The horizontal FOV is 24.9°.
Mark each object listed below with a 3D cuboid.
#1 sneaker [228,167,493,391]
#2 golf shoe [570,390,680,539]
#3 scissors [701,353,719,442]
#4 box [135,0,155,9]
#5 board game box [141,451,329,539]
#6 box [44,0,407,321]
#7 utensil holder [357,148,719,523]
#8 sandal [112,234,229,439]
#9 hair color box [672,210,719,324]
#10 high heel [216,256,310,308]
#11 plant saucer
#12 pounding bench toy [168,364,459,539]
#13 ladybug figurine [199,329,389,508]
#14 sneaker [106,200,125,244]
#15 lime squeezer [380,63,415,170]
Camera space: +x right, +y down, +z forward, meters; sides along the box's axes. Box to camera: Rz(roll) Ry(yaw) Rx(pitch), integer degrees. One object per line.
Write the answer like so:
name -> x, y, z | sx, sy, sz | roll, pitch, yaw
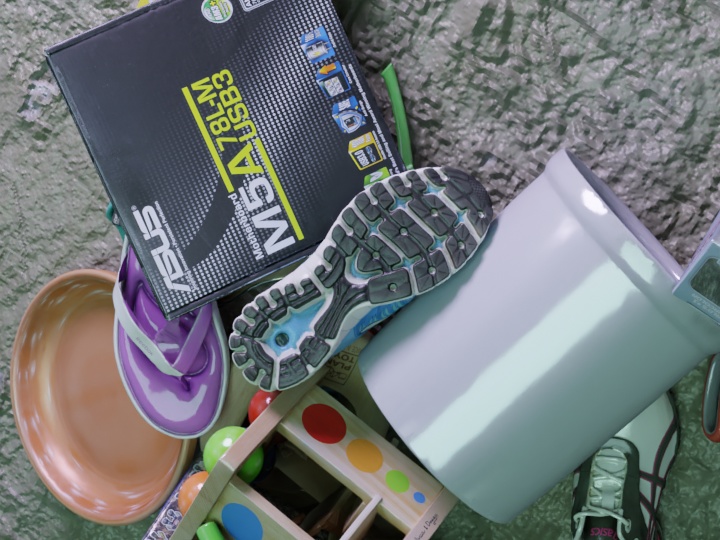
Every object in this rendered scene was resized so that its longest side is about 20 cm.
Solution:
sneaker -> 0.000, 0.000, 1.094 | 0.200, 0.090, 0.079 | -35, 87, 6
golf shoe -> 0.187, 0.155, 1.175 | 0.077, 0.088, 0.201 | 2, 103, 18
scissors -> 0.268, 0.022, 1.144 | 0.014, 0.073, 0.201 | 7, 87, -14
box -> -0.094, -0.196, 1.185 | 0.117, 0.048, 0.201 | 31, 110, 6
board game box -> -0.073, 0.256, 1.238 | 0.199, 0.097, 0.160 | 32, 146, 4
box -> -0.087, -0.095, 1.110 | 0.192, 0.048, 0.201 | -24, 93, -12
utensil holder -> 0.120, 0.047, 1.100 | 0.200, 0.170, 0.170 | -42, 90, 11
sandal -> -0.138, 0.024, 1.144 | 0.082, 0.050, 0.204 | -3, 101, 3
hair color box -> 0.285, -0.036, 1.028 | 0.099, 0.200, 0.061 | 34, 143, 5
high heel -> -0.055, 0.010, 1.175 | 0.200, 0.071, 0.143 | -45, 66, -1
plant saucer -> -0.195, 0.098, 1.277 | 0.199, 0.037, 0.201 | 7, 101, 37
pounding bench toy -> -0.055, 0.182, 1.088 | 0.156, 0.200, 0.124 | 38, 132, 6
ladybug figurine -> -0.046, 0.097, 1.224 | 0.135, 0.072, 0.200 | 21, 126, -15
sneaker -> -0.147, -0.067, 1.182 | 0.077, 0.091, 0.201 | 13, 130, 27
lime squeezer -> 0.070, -0.055, 1.186 | 0.200, 0.038, 0.071 | 43, 81, 2
